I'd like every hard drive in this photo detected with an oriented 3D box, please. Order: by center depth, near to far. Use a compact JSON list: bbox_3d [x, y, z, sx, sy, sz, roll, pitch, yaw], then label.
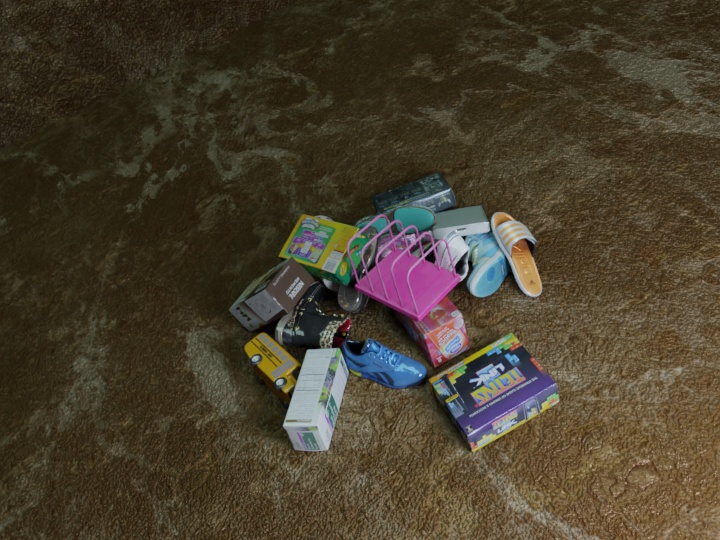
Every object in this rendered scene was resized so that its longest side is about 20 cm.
[{"bbox_3d":[0.233,-0.114,1.896,0.128,0.027,0.200,-8,15,6],"label":"hard drive"}]

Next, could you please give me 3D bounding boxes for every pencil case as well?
[{"bbox_3d":[0.081,-0.057,1.925,0.197,0.089,0.088,-28,39,-11],"label":"pencil case"}]

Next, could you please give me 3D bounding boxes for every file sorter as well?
[{"bbox_3d":[0.084,-0.016,1.684,0.139,0.127,0.198,-41,41,-24],"label":"file sorter"}]

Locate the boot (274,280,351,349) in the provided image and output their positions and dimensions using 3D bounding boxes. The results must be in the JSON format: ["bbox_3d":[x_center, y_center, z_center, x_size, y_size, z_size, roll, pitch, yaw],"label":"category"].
[{"bbox_3d":[-0.089,0.108,1.824,0.147,0.075,0.201,11,38,25],"label":"boot"}]

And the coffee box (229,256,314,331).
[{"bbox_3d":[-0.207,0.057,1.856,0.199,0.080,0.115,-26,23,54],"label":"coffee box"}]

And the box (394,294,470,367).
[{"bbox_3d":[0.142,0.095,1.709,0.094,0.101,0.201,-27,39,-8],"label":"box"}]

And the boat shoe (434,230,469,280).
[{"bbox_3d":[0.199,-0.004,1.740,0.073,0.201,0.065,-39,66,-16],"label":"boat shoe"}]

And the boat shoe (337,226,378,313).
[{"bbox_3d":[0.000,0.000,1.840,0.073,0.073,0.205,12,78,28],"label":"boat shoe"}]

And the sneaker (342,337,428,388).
[{"bbox_3d":[0.045,0.187,1.667,0.196,0.080,0.066,11,45,32],"label":"sneaker"}]

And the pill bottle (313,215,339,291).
[{"bbox_3d":[-0.077,-0.041,1.947,0.111,0.115,0.201,-25,34,-7],"label":"pill bottle"}]

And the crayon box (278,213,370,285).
[{"bbox_3d":[-0.084,-0.050,1.827,0.197,0.058,0.121,16,70,43],"label":"crayon box"}]

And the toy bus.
[{"bbox_3d":[-0.180,0.218,1.743,0.078,0.066,0.199,-35,40,-20],"label":"toy bus"}]

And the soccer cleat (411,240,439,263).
[{"bbox_3d":[0.115,0.000,1.874,0.198,0.069,0.073,-36,7,-3],"label":"soccer cleat"}]

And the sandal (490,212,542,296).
[{"bbox_3d":[0.355,-0.047,1.745,0.077,0.059,0.211,-8,65,-29],"label":"sandal"}]

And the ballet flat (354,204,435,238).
[{"bbox_3d":[0.080,-0.116,1.882,0.194,0.075,0.075,-8,40,10],"label":"ballet flat"}]

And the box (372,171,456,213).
[{"bbox_3d":[0.133,-0.177,2.040,0.195,0.052,0.158,-21,21,2],"label":"box"}]

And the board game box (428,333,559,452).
[{"bbox_3d":[0.253,0.229,1.540,0.197,0.058,0.166,-28,38,-8],"label":"board game box"}]

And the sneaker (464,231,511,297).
[{"bbox_3d":[0.265,-0.019,1.808,0.128,0.081,0.199,18,43,35],"label":"sneaker"}]

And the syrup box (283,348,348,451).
[{"bbox_3d":[-0.088,0.261,1.639,0.079,0.080,0.203,-5,41,18],"label":"syrup box"}]
